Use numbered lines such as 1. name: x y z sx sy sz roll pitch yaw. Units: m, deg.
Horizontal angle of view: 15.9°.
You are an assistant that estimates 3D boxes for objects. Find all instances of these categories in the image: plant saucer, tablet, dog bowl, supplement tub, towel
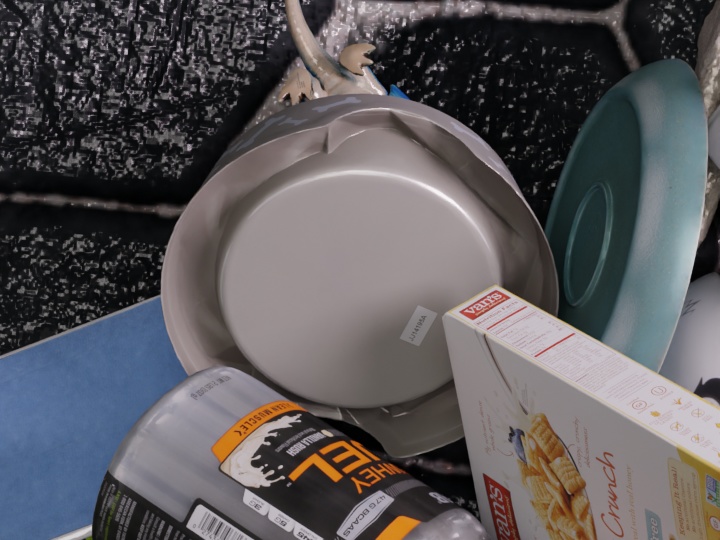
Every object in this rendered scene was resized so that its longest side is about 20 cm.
1. plant saucer: 0.123 -0.011 1.288 0.027 0.200 0.201 12 86 -11
2. tablet: -0.155 0.089 1.377 0.199 0.014 0.130 -21 54 4
3. dog bowl: 0.000 0.000 1.306 0.199 0.059 0.201 0 122 1
4. supplement tub: -0.021 0.142 1.240 0.200 0.123 0.123 30 88 24
5. towel: 0.186 -0.099 1.322 0.034 0.133 0.201 19 86 4

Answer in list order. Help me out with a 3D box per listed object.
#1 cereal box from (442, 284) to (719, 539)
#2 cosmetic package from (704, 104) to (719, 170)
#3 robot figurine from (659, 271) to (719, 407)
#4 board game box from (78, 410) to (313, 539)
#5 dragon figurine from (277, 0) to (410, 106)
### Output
1. cereal box: 0.122 0.106 1.215 0.039 0.144 0.200 -29 36 -26
2. cosmetic package: 0.262 -0.022 1.204 0.101 0.074 0.200 -22 66 -35
3. robot figurine: 0.246 0.047 1.303 0.199 0.125 0.151 -14 77 5
4. board game box: -0.064 0.185 1.327 0.134 0.045 0.201 -18 57 5
5. dragon figurine: 0.005 -0.072 1.378 0.059 0.099 0.200 -33 62 4
